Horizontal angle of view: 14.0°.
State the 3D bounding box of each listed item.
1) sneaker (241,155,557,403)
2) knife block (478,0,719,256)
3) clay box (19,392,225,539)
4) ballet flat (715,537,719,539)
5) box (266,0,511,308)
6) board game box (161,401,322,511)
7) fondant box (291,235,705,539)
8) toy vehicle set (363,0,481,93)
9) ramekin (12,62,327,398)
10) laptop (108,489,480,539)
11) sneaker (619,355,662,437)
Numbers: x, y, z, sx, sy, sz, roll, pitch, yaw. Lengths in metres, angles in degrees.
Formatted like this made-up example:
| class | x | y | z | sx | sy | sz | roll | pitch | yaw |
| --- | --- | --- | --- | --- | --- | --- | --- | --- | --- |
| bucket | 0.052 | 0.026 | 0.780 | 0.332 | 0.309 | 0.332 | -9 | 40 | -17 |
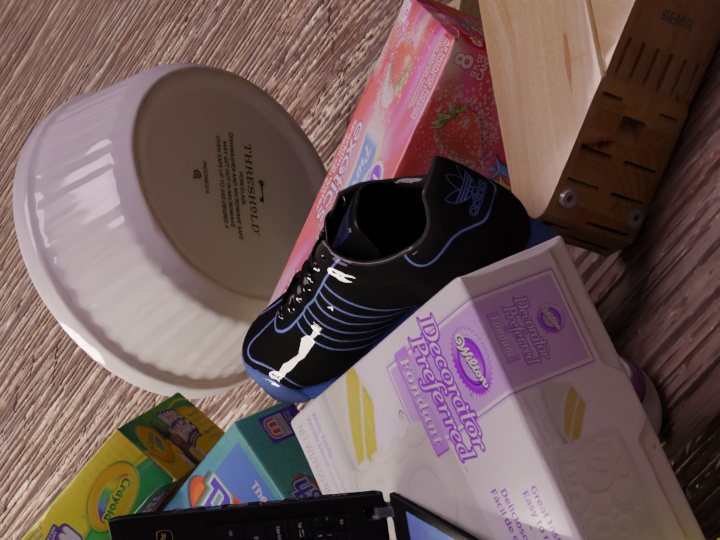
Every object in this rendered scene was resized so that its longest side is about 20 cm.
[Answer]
| class | x | y | z | sx | sy | sz | roll | pitch | yaw |
| --- | --- | --- | --- | --- | --- | --- | --- | --- | --- |
| sneaker | 0.000 | 0.000 | 1.387 | 0.200 | 0.078 | 0.070 | -27 | 36 | 41 |
| knife block | 0.094 | -0.129 | 1.432 | 0.175 | 0.064 | 0.201 | 31 | 102 | 50 |
| clay box | -0.137 | 0.131 | 1.588 | 0.115 | 0.048 | 0.200 | -49 | -4 | 7 |
| ballet flat | 0.102 | 0.195 | 1.164 | 0.067 | 0.067 | 0.201 | 14 | 87 | 38 |
| box | 0.037 | -0.027 | 1.511 | 0.201 | 0.102 | 0.095 | -65 | 20 | 13 |
| board game box | -0.053 | 0.184 | 1.511 | 0.152 | 0.045 | 0.200 | 55 | 135 | 16 |
| fondant box | 0.054 | 0.090 | 1.256 | 0.145 | 0.058 | 0.200 | 65 | 151 | 10 |
| toy vehicle set | 0.024 | -0.045 | 1.674 | 0.124 | 0.026 | 0.201 | -32 | 42 | 60 |
| ramekin | -0.102 | -0.033 | 1.762 | 0.094 | 0.202 | 0.203 | -33 | 40 | 41 |
| laptop | -0.008 | 0.195 | 1.258 | 0.103 | 0.199 | 0.178 | -63 | -34 | -70 |
| sneaker | 0.086 | 0.075 | 1.362 | 0.200 | 0.074 | 0.100 | -120 | 31 | -63 |
